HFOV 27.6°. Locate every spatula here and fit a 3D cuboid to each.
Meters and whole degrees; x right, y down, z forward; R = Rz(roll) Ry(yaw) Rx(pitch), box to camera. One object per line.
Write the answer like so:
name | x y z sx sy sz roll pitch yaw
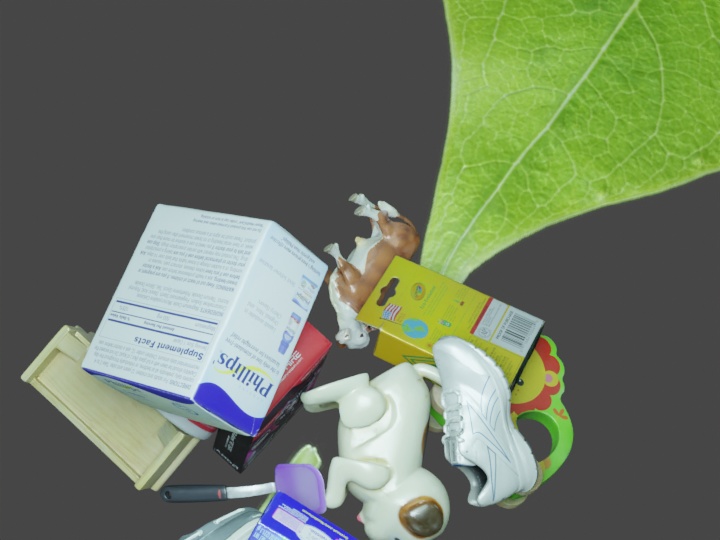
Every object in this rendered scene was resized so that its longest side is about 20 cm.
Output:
spatula | -0.133 0.247 1.643 0.198 0.021 0.057 -4 96 13

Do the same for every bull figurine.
bull figurine | 0.000 0.000 1.785 0.122 0.065 0.201 50 54 -22

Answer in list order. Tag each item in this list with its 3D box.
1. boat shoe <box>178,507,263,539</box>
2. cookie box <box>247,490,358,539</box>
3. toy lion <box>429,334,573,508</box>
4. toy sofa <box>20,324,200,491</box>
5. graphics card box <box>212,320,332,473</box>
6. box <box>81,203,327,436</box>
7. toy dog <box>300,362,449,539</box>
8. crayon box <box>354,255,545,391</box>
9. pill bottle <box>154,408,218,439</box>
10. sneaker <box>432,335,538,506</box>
boat shoe | -0.184 0.328 1.627 0.199 0.073 0.062 -29 30 -14
cookie box | -0.068 0.364 1.545 0.170 0.201 0.075 31 25 5
toy lion | 0.179 0.155 1.763 0.191 0.069 0.200 -37 77 -30
toy sofa | -0.282 0.157 1.674 0.200 0.098 0.083 41 90 9
graphics card box | -0.101 0.143 1.636 0.051 0.200 0.126 40 64 6
box | -0.161 0.048 1.521 0.183 0.105 0.201 10 70 43
toy dog | 0.034 0.218 1.669 0.192 0.140 0.202 -16 81 -12
crayon box | 0.103 0.073 1.732 0.199 0.051 0.127 25 47 11
pill bottle | -0.156 0.079 1.656 0.119 0.120 0.200 41 92 10
sneaker | 0.126 0.168 1.622 0.087 0.074 0.201 -27 95 -31
